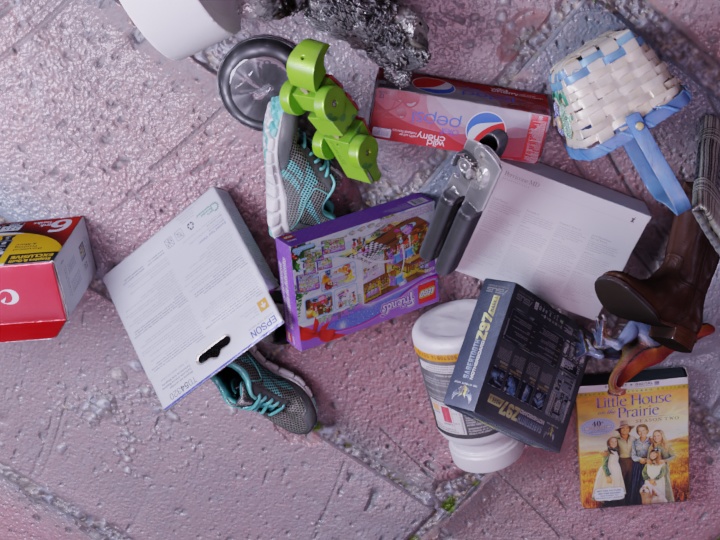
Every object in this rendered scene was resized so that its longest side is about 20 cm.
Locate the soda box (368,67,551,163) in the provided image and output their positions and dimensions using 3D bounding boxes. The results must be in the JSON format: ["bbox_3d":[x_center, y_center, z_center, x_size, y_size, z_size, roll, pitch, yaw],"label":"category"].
[{"bbox_3d":[0.111,-0.176,1.287,0.200,0.070,0.063,10,119,-1],"label":"soda box"}]

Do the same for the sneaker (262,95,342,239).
[{"bbox_3d":[-0.066,-0.122,1.309,0.091,0.078,0.200,-3,139,-4],"label":"sneaker"}]

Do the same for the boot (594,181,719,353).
[{"bbox_3d":[0.350,-0.031,1.281,0.186,0.064,0.200,34,73,-41],"label":"boot"}]

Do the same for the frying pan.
[{"bbox_3d":[-0.106,-0.179,1.323,0.115,0.031,0.190,-4,114,7],"label":"frying pan"}]

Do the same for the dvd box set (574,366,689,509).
[{"bbox_3d":[0.359,0.223,1.495,0.146,0.029,0.200,-5,116,5],"label":"dvd box set"}]

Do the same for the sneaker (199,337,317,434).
[{"bbox_3d":[-0.138,0.152,1.441,0.200,0.091,0.078,43,119,-17],"label":"sneaker"}]

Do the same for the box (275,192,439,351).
[{"bbox_3d":[0.000,0.000,1.341,0.200,0.039,0.137,-18,119,-27],"label":"box"}]

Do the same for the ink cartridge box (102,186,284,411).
[{"bbox_3d":[-0.197,0.035,1.361,0.196,0.043,0.200,-36,69,18],"label":"ink cartridge box"}]

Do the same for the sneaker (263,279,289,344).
[{"bbox_3d":[-0.122,0.044,1.397,0.200,0.091,0.067,17,115,-6],"label":"sneaker"}]

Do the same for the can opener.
[{"bbox_3d":[0.124,-0.077,1.283,0.053,0.067,0.200,43,145,19],"label":"can opener"}]

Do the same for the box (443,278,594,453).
[{"bbox_3d":[0.193,0.117,1.348,0.200,0.051,0.158,29,76,-45],"label":"box"}]

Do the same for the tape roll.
[{"bbox_3d":[-0.200,-0.321,1.160,0.071,0.202,0.203,-22,113,14],"label":"tape roll"}]

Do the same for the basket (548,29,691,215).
[{"bbox_3d":[0.292,-0.157,1.236,0.139,0.176,0.200,-34,95,8],"label":"basket"}]

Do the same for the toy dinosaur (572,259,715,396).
[{"bbox_3d":[0.353,0.094,1.364,0.181,0.200,0.105,7,141,-14],"label":"toy dinosaur"}]

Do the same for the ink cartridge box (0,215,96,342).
[{"bbox_3d":[-0.439,0.013,1.350,0.200,0.176,0.084,-5,116,5],"label":"ink cartridge box"}]

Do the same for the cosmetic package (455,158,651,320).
[{"bbox_3d":[0.223,-0.043,1.359,0.200,0.052,0.151,20,118,-7],"label":"cosmetic package"}]

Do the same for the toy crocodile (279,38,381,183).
[{"bbox_3d":[-0.027,-0.166,1.229,0.067,0.062,0.200,16,154,38],"label":"toy crocodile"}]

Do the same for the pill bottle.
[{"bbox_3d":[0.140,0.146,1.419,0.116,0.116,0.200,-11,115,8],"label":"pill bottle"}]

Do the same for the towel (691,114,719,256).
[{"bbox_3d":[0.436,-0.055,1.270,0.035,0.193,0.200,-26,115,35],"label":"towel"}]

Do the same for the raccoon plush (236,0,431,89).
[{"bbox_3d":[-0.020,-0.248,1.207,0.200,0.097,0.134,-21,84,-11],"label":"raccoon plush"}]
